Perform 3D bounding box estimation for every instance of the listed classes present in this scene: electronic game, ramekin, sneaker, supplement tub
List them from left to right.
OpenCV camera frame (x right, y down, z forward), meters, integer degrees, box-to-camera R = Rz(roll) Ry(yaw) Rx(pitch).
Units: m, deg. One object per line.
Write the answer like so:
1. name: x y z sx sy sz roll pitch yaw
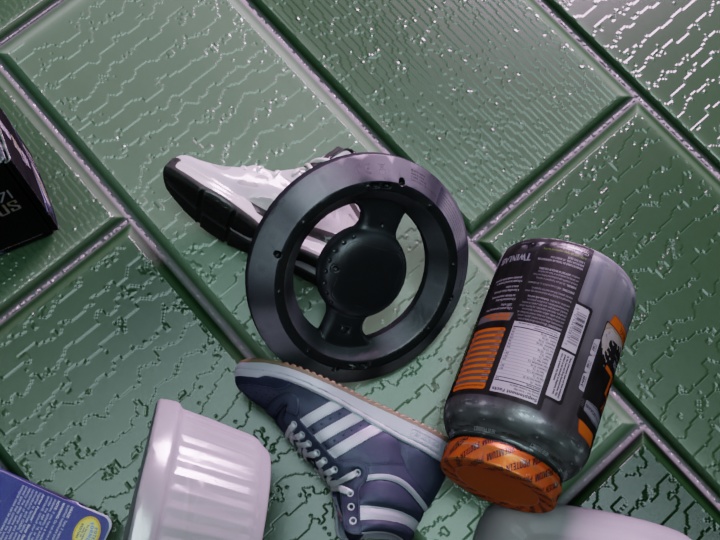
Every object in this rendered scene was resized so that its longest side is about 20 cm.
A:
1. ramekin: -0.132 0.204 0.820 0.094 0.202 0.204 14 72 -10
2. sneaker: -0.070 -0.072 0.975 0.200 0.076 0.116 28 66 -1
3. sneaker: -0.028 0.154 0.898 0.199 0.070 0.109 24 72 3
4. electronic game: 0.000 0.000 0.909 0.199 0.042 0.201 -8 111 -20
5. supplement tub: 0.142 0.085 0.885 0.122 0.123 0.201 22 66 5

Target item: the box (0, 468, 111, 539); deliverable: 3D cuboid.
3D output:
1. box: -0.313 0.222 0.888 0.199 0.032 0.122 22 74 7

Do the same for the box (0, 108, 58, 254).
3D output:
1. box: -0.376 -0.059 0.907 0.199 0.164 0.087 -22 74 -9

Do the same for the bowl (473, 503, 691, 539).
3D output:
1. bowl: 0.182 0.288 0.861 0.198 0.075 0.201 10 73 0
